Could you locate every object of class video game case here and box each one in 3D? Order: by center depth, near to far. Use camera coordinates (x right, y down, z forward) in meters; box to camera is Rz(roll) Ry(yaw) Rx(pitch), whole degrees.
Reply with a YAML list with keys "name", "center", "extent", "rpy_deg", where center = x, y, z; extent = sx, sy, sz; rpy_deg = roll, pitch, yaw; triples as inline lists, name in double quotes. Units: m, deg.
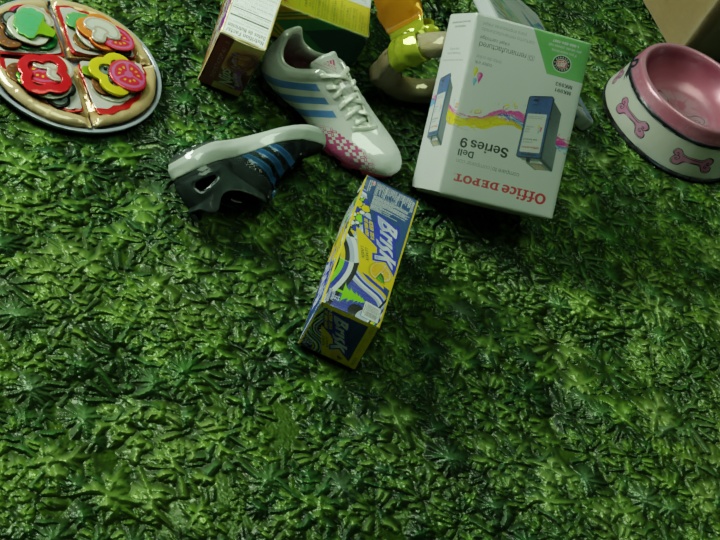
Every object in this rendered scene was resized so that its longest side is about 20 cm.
- name: "video game case"
  center: [0.201, -0.283, 1.919]
  extent: [0.182, 0.022, 0.201]
  rpy_deg: [29, 33, -48]

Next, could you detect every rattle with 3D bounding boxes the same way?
- name: "rattle"
  center: [0.104, -0.261, 1.823]
  extent: [0.199, 0.130, 0.143]
  rpy_deg: [5, 47, -28]

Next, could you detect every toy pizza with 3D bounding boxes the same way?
- name: "toy pizza"
  center: [-0.300, -0.221, 1.623]
  extent: [0.199, 0.032, 0.201]
  rpy_deg: [16, 44, -16]

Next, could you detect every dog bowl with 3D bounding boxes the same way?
- name: "dog bowl"
  center: [0.415, -0.210, 1.996]
  extent: [0.199, 0.074, 0.201]
  rpy_deg: [16, 45, -16]

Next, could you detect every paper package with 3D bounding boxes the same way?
- name: "paper package"
  center: [0.486, -0.419, 2.141]
  extent: [0.103, 0.200, 0.191]
  rpy_deg: [2, 50, -28]

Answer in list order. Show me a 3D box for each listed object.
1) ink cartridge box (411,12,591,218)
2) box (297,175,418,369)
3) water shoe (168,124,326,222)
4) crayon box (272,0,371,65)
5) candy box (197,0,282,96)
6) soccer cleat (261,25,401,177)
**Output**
- name: "ink cartridge box"
  center: [0.154, -0.168, 1.710]
  extent: [0.145, 0.201, 0.087]
  rpy_deg: [13, 4, -19]
- name: "box"
  center: [0.000, 0.000, 1.557]
  extent: [0.064, 0.070, 0.200]
  rpy_deg: [25, 42, -5]
- name: "water shoe"
  center: [-0.111, -0.097, 1.604]
  extent: [0.199, 0.071, 0.079]
  rpy_deg: [-16, 87, -41]
- name: "crayon box"
  center: [-0.086, -0.329, 1.835]
  extent: [0.199, 0.051, 0.127]
  rpy_deg: [20, 44, -14]
- name: "candy box"
  center: [-0.115, -0.304, 1.698]
  extent: [0.056, 0.117, 0.201]
  rpy_deg: [22, 66, -11]
- name: "soccer cleat"
  center: [-0.028, -0.185, 1.705]
  extent: [0.200, 0.086, 0.070]
  rpy_deg: [41, 43, 11]
